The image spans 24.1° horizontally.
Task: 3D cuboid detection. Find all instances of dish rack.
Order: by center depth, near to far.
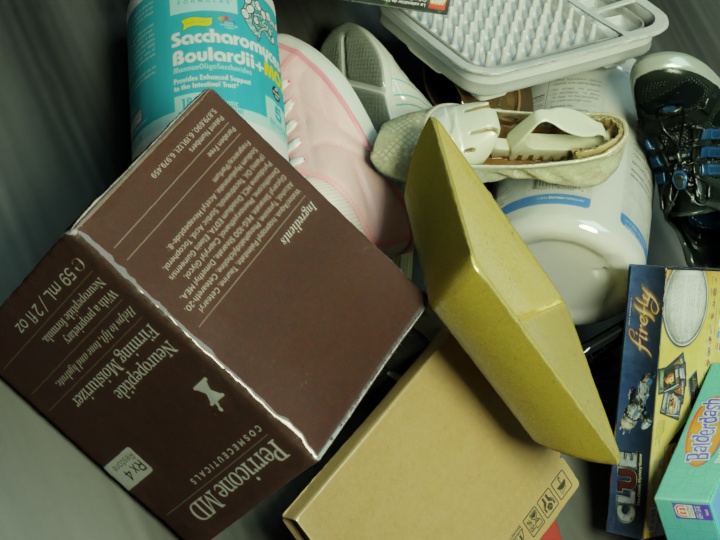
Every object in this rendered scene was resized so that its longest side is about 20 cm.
[{"bbox_3d":[0.122,-0.194,1.329,0.199,0.044,0.172,-17,42,-28],"label":"dish rack"}]

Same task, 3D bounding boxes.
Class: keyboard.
[{"bbox_3d":[0.202,0.062,1.321,0.199,0.104,0.040,-23,82,-44],"label":"keyboard"}]

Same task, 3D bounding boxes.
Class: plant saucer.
[{"bbox_3d":[0.093,0.020,1.143,0.200,0.048,0.200,52,15,-30],"label":"plant saucer"}]

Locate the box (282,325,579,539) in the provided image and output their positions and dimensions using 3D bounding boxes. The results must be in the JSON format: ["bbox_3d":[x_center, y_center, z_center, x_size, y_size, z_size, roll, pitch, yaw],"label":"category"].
[{"bbox_3d":[0.054,0.155,1.141,0.200,0.021,0.164,-47,114,-30],"label":"box"}]

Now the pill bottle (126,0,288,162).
[{"bbox_3d":[-0.112,-0.142,1.205,0.110,0.111,0.201,11,57,-31],"label":"pill bottle"}]

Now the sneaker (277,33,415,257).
[{"bbox_3d":[-0.045,-0.083,1.237,0.104,0.075,0.201,-25,74,-36],"label":"sneaker"}]

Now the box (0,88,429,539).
[{"bbox_3d":[-0.101,0.032,1.068,0.200,0.166,0.164,43,46,-6],"label":"box"}]

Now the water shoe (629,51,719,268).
[{"bbox_3d":[0.261,-0.082,1.311,0.200,0.071,0.079,58,33,-40],"label":"water shoe"}]

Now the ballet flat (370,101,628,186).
[{"bbox_3d":[0.104,-0.100,1.230,0.199,0.062,0.068,-1,60,-21],"label":"ballet flat"}]

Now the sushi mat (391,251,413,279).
[{"bbox_3d":[0.000,0.000,1.268,0.095,0.012,0.201,22,53,-24],"label":"sushi mat"}]

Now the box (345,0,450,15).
[{"bbox_3d":[-0.022,-0.246,1.288,0.136,0.038,0.200,6,21,-19],"label":"box"}]

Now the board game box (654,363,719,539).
[{"bbox_3d":[0.286,0.195,1.273,0.152,0.045,0.201,-54,133,-43],"label":"board game box"}]

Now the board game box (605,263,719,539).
[{"bbox_3d":[0.245,0.098,1.290,0.135,0.034,0.202,3,93,-50],"label":"board game box"}]

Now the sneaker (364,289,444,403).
[{"bbox_3d":[0.039,0.038,1.227,0.200,0.076,0.116,31,39,-32],"label":"sneaker"}]

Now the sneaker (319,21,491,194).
[{"bbox_3d":[0.032,-0.108,1.319,0.080,0.070,0.201,1,53,-55],"label":"sneaker"}]

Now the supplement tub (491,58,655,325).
[{"bbox_3d":[0.172,-0.069,1.358,0.131,0.132,0.201,30,49,-18],"label":"supplement tub"}]

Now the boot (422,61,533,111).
[{"bbox_3d":[0.089,-0.180,1.379,0.075,0.074,0.201,25,34,-24],"label":"boot"}]

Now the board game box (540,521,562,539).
[{"bbox_3d":[0.063,0.193,1.193,0.199,0.019,0.104,-1,64,-37],"label":"board game box"}]
